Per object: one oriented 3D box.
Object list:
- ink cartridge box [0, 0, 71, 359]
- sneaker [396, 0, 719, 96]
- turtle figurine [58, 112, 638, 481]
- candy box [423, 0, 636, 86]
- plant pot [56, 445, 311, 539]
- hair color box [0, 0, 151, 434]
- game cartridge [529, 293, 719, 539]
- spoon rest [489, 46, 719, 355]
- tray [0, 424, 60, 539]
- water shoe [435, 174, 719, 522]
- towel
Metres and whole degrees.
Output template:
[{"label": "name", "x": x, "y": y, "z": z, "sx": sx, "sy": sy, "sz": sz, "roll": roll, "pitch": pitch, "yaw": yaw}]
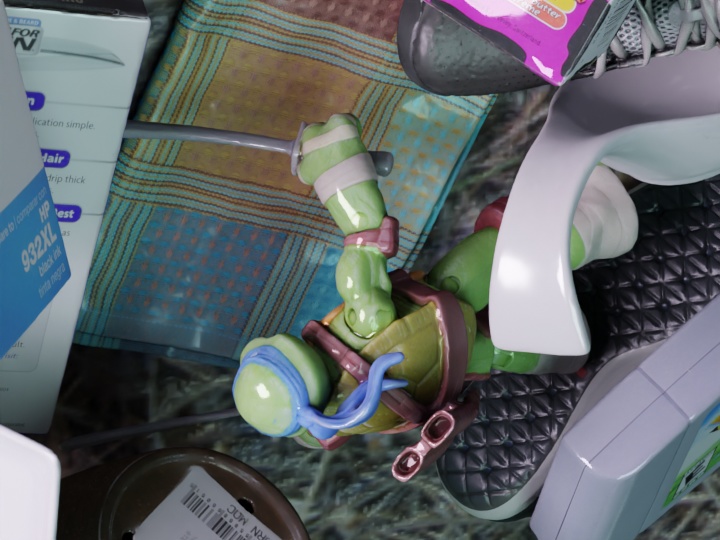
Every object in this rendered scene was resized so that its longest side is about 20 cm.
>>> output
[{"label": "ink cartridge box", "x": -0.199, "y": -0.067, "z": 0.946, "sx": 0.145, "sy": 0.084, "sz": 0.200, "roll": -4, "pitch": 112, "yaw": 19}, {"label": "sneaker", "x": 0.119, "y": -0.104, "z": 1.056, "sx": 0.200, "sy": 0.116, "sz": 0.075, "roll": -22, "pitch": 122, "yaw": -9}, {"label": "turtle figurine", "x": 0.000, "y": 0.000, "z": 1.110, "sx": 0.194, "sy": 0.200, "sz": 0.144, "roll": -13, "pitch": 103, "yaw": -37}, {"label": "candy box", "x": 0.072, "y": -0.187, "z": 0.980, "sx": 0.136, "sy": 0.061, "sz": 0.200, "roll": 34, "pitch": 116, "yaw": 8}, {"label": "plant pot", "x": -0.103, "y": 0.156, "z": 1.107, "sx": 0.187, "sy": 0.187, "sz": 0.200, "roll": 13, "pitch": 143, "yaw": -26}, {"label": "hair color box", "x": -0.158, "y": -0.034, "z": 1.065, "sx": 0.109, "sy": 0.065, "sz": 0.200, "roll": 5, "pitch": 126, "yaw": -20}, {"label": "game cartridge", "x": 0.159, "y": 0.043, "z": 1.167, "sx": 0.200, "sy": 0.040, "sz": 0.133, "roll": -38, "pitch": 159, "yaw": -21}, {"label": "spoon rest", "x": 0.105, "y": -0.047, "z": 1.067, "sx": 0.099, "sy": 0.200, "sz": 0.061, "roll": 3, "pitch": 126, "yaw": 30}, {"label": "tray", "x": -0.186, "y": 0.076, "z": 1.040, "sx": 0.022, "sy": 0.200, "sz": 0.108, "roll": -29, "pitch": 134, "yaw": -48}, {"label": "water shoe", "x": 0.113, "y": 0.029, "z": 1.210, "sx": 0.200, "sy": 0.072, "sz": 0.079, "roll": -44, "pitch": 157, "yaw": 11}, {"label": "towel", "x": -0.030, "y": -0.040, "z": 1.129, "sx": 0.146, "sy": 0.022, "sz": 0.200, "roll": 12, "pitch": 121, "yaw": -26}]
